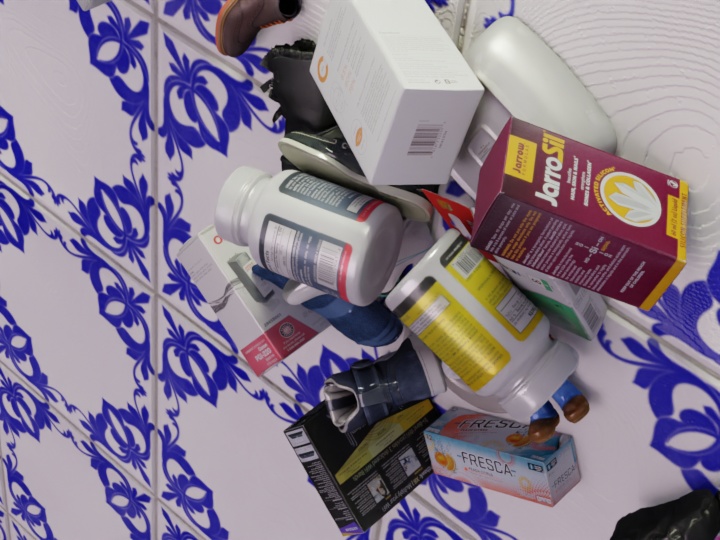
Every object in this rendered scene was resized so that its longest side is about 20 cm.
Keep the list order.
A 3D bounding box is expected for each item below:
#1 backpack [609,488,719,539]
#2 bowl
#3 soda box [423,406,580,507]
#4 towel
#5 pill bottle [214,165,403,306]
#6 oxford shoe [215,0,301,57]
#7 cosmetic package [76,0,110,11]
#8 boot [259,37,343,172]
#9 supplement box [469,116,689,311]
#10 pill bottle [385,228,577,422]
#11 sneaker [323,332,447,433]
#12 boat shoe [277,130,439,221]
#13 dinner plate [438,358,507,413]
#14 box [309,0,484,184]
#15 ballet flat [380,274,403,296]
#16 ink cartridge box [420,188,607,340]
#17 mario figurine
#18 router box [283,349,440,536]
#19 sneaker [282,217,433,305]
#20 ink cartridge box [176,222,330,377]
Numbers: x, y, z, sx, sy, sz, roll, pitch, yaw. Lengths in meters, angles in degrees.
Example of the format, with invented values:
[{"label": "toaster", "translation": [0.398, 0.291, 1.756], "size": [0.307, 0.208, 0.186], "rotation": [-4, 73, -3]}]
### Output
[{"label": "backpack", "translation": [0.379, 0.361, 1.543], "size": [0.166, 0.126, 0.201], "rotation": [-27, 98, 49]}, {"label": "bowl", "translation": [0.156, -0.142, 1.470], "size": [0.200, 0.074, 0.200], "rotation": [49, 141, 9]}, {"label": "soda box", "translation": [0.175, 0.231, 1.727], "size": [0.198, 0.063, 0.069], "rotation": [9, 123, 44]}, {"label": "towel", "translation": [-0.043, 0.031, 1.760], "size": [0.199, 0.049, 0.111], "rotation": [37, 164, -15]}, {"label": "pill bottle", "translation": [-0.061, -0.047, 1.582], "size": [0.198, 0.120, 0.121], "rotation": [21, 132, 21]}, {"label": "oxford shoe", "translation": [-0.117, -0.313, 1.654], "size": [0.073, 0.071, 0.200], "rotation": [45, 142, 6]}, {"label": "cosmetic package", "translation": [-0.266, -0.441, 1.617], "size": [0.166, 0.199, 0.165], "rotation": [55, 143, 1]}, {"label": "boot", "translation": [-0.031, -0.188, 1.652], "size": [0.196, 0.073, 0.165], "rotation": [13, 117, 36]}, {"label": "supplement box", "translation": [0.217, -0.056, 1.361], "size": [0.197, 0.111, 0.086], "rotation": [20, 139, -7]}, {"label": "pill bottle", "translation": [0.132, 0.062, 1.495], "size": [0.200, 0.114, 0.114], "rotation": [44, 142, 1]}, {"label": "sneaker", "translation": [0.024, 0.138, 1.708], "size": [0.202, 0.144, 0.078], "rotation": [177, 71, -88]}, {"label": "boat shoe", "translation": [0.003, -0.125, 1.580], "size": [0.197, 0.067, 0.075], "rotation": [23, 162, 17]}, {"label": "dinner plate", "translation": [0.136, 0.092, 1.704], "size": [0.199, 0.024, 0.202], "rotation": [29, 136, 32]}, {"label": "box", "translation": [0.033, -0.202, 1.465], "size": [0.201, 0.096, 0.125], "rotation": [63, 145, 40]}, {"label": "ballet flat", "translation": [-0.029, -0.039, 1.755], "size": [0.198, 0.073, 0.074], "rotation": [29, 135, 23]}, {"label": "ink cartridge box", "translation": [0.162, -0.007, 1.516], "size": [0.198, 0.051, 0.161], "rotation": [22, 165, 33]}, {"label": "mario figurine", "translation": [0.173, 0.108, 1.587], "size": [0.201, 0.123, 0.106], "rotation": [51, 170, -7]}, {"label": "router box", "translation": [0.017, 0.220, 1.782], "size": [0.052, 0.199, 0.159], "rotation": [-23, 98, 52]}, {"label": "sneaker", "translation": [0.000, 0.000, 1.667], "size": [0.081, 0.198, 0.071], "rotation": [62, -178, -20]}, {"label": "ink cartridge box", "translation": [-0.127, 0.013, 1.837], "size": [0.201, 0.145, 0.085], "rotation": [54, 144, 1]}]
